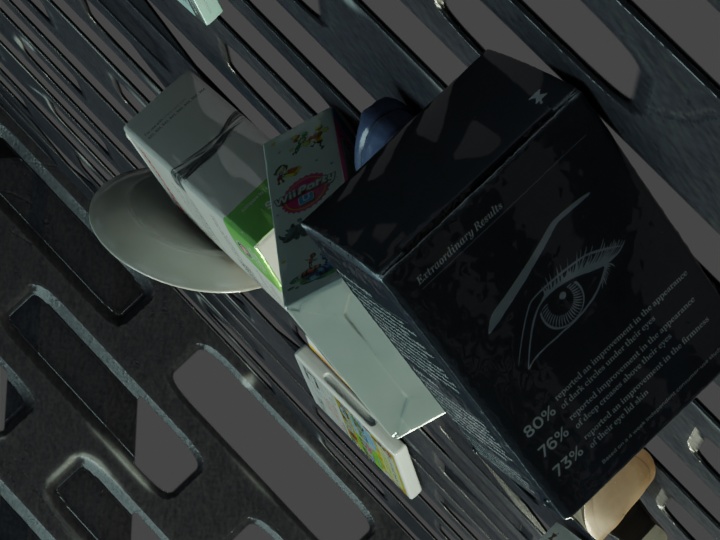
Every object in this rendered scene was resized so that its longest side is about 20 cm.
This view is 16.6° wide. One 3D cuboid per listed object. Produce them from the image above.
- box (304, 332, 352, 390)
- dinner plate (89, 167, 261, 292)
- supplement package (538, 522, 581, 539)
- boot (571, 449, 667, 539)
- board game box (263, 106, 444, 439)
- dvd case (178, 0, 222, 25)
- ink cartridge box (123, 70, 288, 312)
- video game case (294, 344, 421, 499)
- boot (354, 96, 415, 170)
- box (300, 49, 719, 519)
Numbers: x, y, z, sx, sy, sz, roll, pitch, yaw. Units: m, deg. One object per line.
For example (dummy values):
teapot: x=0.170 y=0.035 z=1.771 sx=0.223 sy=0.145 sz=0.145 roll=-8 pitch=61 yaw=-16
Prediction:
box: x=-0.009 y=0.082 z=2.532 sx=0.119 sy=0.041 sz=0.200 roll=45 pitch=173 yaw=15
dinner plate: x=-0.150 y=-0.047 z=2.278 sx=0.200 sy=0.199 sz=0.024 roll=41 pitch=130 yaw=35
supplement package: x=0.231 y=0.384 z=2.342 sx=0.200 sy=0.147 sz=0.191 roll=51 pitch=171 yaw=-31
boot: x=0.158 y=0.139 z=1.866 sx=0.146 sy=0.070 sz=0.200 roll=44 pitch=171 yaw=36
board game box: x=0.000 y=0.000 z=1.766 sx=0.148 sy=0.064 sz=0.201 roll=53 pitch=-165 yaw=-35
dvd case: x=-0.188 y=-0.280 z=1.833 sx=0.200 sy=0.022 sz=0.146 roll=42 pitch=170 yaw=27
ink cartridge box: x=-0.098 y=-0.063 z=2.156 sx=0.200 sy=0.084 sz=0.146 roll=42 pitch=170 yaw=35
video game case: x=-0.001 y=0.186 z=3.025 sx=0.182 sy=0.023 sz=0.200 roll=45 pitch=170 yaw=19
boot: x=0.044 y=-0.025 z=1.643 sx=0.090 sy=0.072 sz=0.201 roll=48 pitch=156 yaw=35
box: x=0.090 y=0.007 z=1.332 sx=0.200 sy=0.148 sz=0.104 roll=53 pitch=170 yaw=-29
